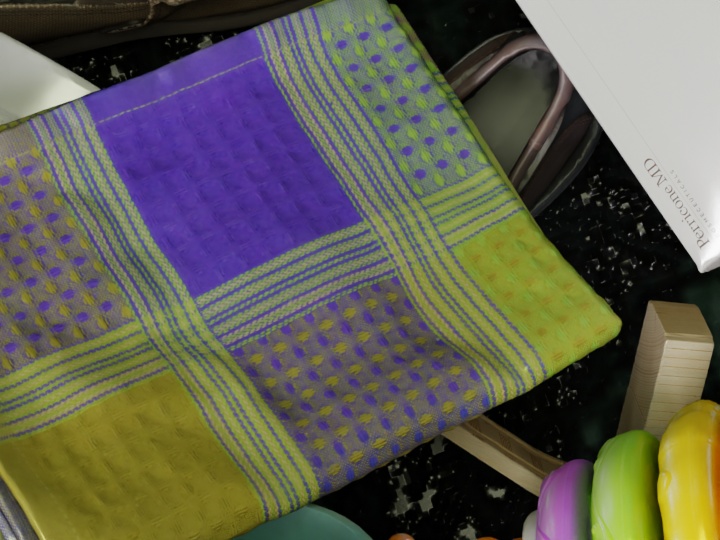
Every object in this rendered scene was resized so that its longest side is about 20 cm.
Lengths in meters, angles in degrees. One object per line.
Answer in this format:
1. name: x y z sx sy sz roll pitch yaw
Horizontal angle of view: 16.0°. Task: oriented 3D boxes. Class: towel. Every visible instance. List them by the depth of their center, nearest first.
1. towel: -0.039 0.000 0.718 0.199 0.023 0.144 -21 67 -26

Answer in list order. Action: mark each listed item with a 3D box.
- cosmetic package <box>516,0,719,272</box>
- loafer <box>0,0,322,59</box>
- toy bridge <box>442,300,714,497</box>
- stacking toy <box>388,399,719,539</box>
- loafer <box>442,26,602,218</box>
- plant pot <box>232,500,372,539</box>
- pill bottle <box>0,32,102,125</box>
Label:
1. cosmetic package: 0.082 -0.106 0.761 0.082 0.051 0.201 -39 80 26
2. loafer: -0.068 -0.110 0.817 0.199 0.071 0.074 -21 83 3
3. toy bridge: 0.092 0.044 0.785 0.198 0.027 0.068 6 116 -10
4. stacking toy: 0.088 0.084 0.743 0.198 0.110 0.117 -11 95 17
5. loafer: 0.000 0.000 0.803 0.072 0.063 0.200 41 89 7
6. plant pot: -0.074 0.172 0.668 0.199 0.201 0.162 -10 106 5
7. pill bottle: -0.133 0.031 0.788 0.112 0.112 0.201 30 88 8
